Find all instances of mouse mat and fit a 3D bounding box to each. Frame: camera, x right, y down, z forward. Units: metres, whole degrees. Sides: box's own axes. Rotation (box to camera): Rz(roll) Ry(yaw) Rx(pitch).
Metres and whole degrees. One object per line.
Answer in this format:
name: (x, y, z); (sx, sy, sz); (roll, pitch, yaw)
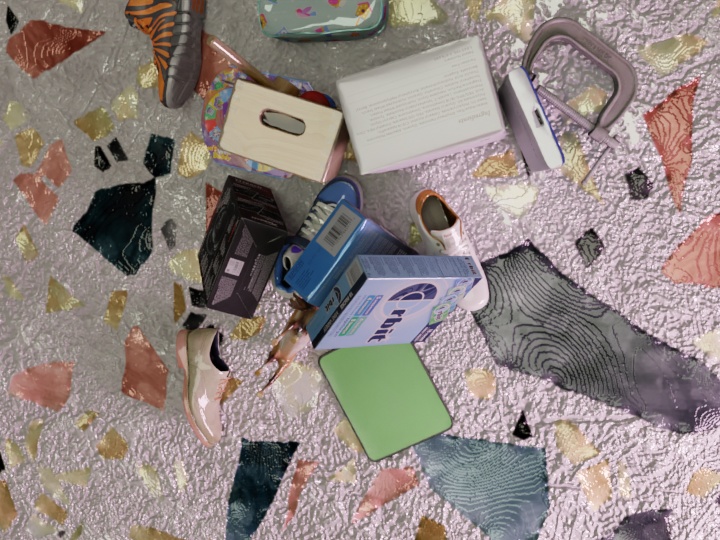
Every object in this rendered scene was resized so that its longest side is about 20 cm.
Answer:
mouse mat: (0.040, 0.196, 1.286); (0.161, 0.008, 0.200); (-27, 93, 15)

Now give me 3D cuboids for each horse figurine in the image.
horse figurine: (-0.107, 0.103, 1.212); (0.050, 0.133, 0.200); (33, 123, 4)

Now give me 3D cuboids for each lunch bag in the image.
lunch bag: (-0.051, -0.421, 1.172); (0.200, 0.077, 0.161); (-1, 97, 13)

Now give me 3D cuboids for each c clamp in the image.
c clamp: (0.302, -0.248, 1.123); (0.200, 0.027, 0.171); (39, 94, -8)

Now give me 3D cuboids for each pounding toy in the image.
pounding toy: (-0.116, -0.225, 1.129); (0.200, 0.184, 0.142); (18, 102, 2)

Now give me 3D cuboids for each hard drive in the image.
hard drive: (0.227, -0.198, 1.080); (0.025, 0.200, 0.132); (-24, 93, 8)

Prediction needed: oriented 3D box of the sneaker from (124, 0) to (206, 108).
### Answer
sneaker: (-0.311, -0.356, 1.249); (0.112, 0.078, 0.200); (10, 90, 15)

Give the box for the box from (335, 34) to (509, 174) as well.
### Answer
box: (0.092, -0.221, 1.107); (0.200, 0.199, 0.131); (-15, 94, 13)

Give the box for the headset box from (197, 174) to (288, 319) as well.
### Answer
headset box: (-0.184, -0.043, 1.207); (0.077, 0.200, 0.149); (18, 109, -22)

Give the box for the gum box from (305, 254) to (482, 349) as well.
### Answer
gum box: (0.047, 0.045, 1.133); (0.170, 0.200, 0.045); (-54, 47, 42)

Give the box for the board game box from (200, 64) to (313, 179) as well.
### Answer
board game box: (-0.163, -0.230, 1.245); (0.200, 0.039, 0.158); (14, 102, 10)

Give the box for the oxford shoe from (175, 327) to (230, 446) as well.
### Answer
oxford shoe: (-0.250, 0.192, 1.318); (0.074, 0.071, 0.200); (-9, 97, 11)

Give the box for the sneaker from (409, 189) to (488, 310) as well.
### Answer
sneaker: (0.131, -0.027, 1.184); (0.073, 0.085, 0.200); (-30, 93, -4)

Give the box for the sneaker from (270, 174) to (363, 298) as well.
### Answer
sneaker: (-0.067, -0.047, 1.198); (0.081, 0.146, 0.200); (30, 104, 6)

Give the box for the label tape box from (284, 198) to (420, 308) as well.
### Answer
label tape box: (0.000, 0.000, 1.183); (0.063, 0.200, 0.144); (40, 96, 36)
